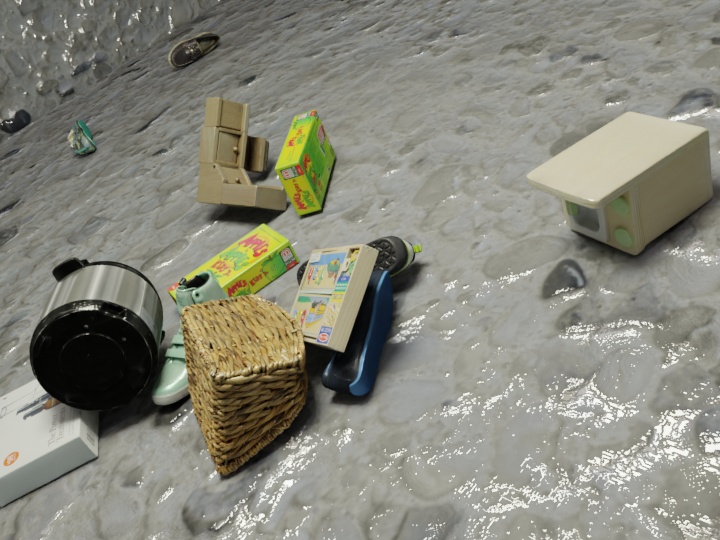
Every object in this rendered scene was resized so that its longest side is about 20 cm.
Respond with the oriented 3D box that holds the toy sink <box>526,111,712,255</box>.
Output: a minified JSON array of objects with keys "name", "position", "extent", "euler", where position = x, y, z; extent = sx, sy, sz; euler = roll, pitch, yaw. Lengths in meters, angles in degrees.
[{"name":"toy sink","position":[0.337,-0.105,0.998],"extent":[0.199,0.113,0.130],"euler":[-32,33,-19]}]

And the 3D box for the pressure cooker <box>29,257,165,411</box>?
[{"name":"pressure cooker","position":[-0.374,0.085,1.117],"extent":[0.177,0.177,0.200],"euler":[11,23,-15]}]

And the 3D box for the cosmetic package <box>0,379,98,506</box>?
[{"name":"cosmetic package","position":[-0.464,0.228,1.126],"extent":[0.150,0.052,0.200],"euler":[-29,33,-1]}]

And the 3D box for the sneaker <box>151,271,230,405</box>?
[{"name":"sneaker","position":[-0.261,0.091,1.118],"extent":[0.073,0.119,0.201],"euler":[0,42,31]}]

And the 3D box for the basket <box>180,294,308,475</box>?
[{"name":"basket","position":[-0.145,0.139,1.003],"extent":[0.141,0.150,0.200],"euler":[-10,26,-22]}]

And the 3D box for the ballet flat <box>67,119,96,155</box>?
[{"name":"ballet flat","position":[-0.807,-0.378,2.194],"extent":[0.074,0.075,0.200],"euler":[-31,31,-9]}]

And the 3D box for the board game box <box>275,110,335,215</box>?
[{"name":"board game box","position":[-0.099,-0.203,1.423],"extent":[0.047,0.102,0.201],"euler":[-14,34,18]}]

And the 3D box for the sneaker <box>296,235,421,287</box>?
[{"name":"sneaker","position":[0.000,0.000,1.140],"extent":[0.198,0.072,0.083],"euler":[-14,-4,29]}]

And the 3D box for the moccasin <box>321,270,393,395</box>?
[{"name":"moccasin","position":[-0.005,0.071,1.006],"extent":[0.068,0.081,0.201],"euler":[-2,38,21]}]

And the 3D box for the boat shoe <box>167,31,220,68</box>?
[{"name":"boat shoe","position":[-0.540,-0.722,2.493],"extent":[0.064,0.072,0.200],"euler":[5,37,45]}]

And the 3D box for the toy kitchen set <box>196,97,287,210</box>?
[{"name":"toy kitchen set","position":[-0.194,-0.220,1.485],"extent":[0.179,0.202,0.162],"euler":[9,4,41]}]

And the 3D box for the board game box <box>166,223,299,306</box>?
[{"name":"board game box","position":[-0.210,0.008,1.265],"extent":[0.199,0.048,0.101],"euler":[-37,34,-16]}]

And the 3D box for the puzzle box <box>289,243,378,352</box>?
[{"name":"puzzle box","position":[-0.045,0.035,1.014],"extent":[0.200,0.025,0.134],"euler":[-4,66,68]}]
